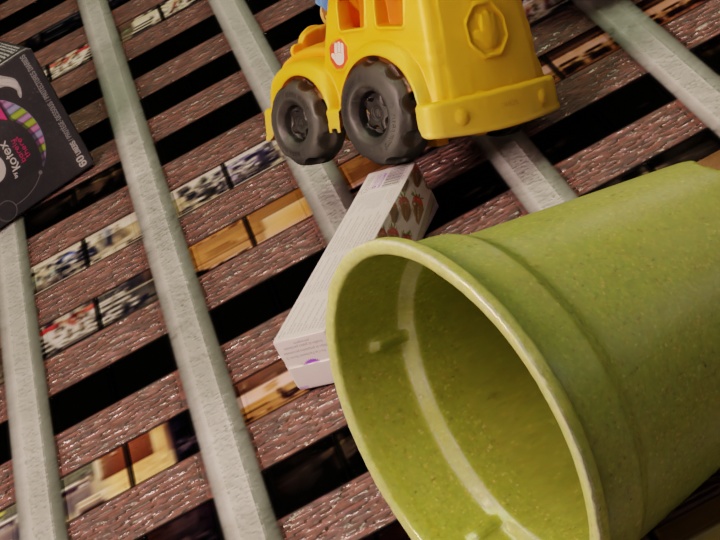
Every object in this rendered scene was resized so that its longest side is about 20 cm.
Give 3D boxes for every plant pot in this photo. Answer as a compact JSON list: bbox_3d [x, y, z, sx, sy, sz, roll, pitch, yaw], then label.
[{"bbox_3d":[0.115,0.042,1.068,0.184,0.201,0.200,-27,21,-27],"label":"plant pot"}]

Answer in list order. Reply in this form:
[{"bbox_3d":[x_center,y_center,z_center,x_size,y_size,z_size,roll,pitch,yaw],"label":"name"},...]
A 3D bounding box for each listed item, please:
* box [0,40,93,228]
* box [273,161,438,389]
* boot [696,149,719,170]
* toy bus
[{"bbox_3d":[-0.347,-0.092,1.885,0.200,0.122,0.106,-37,26,-17],"label":"box"},{"bbox_3d":[0.000,0.000,1.427,0.041,0.039,0.200,-16,27,28],"label":"box"},{"bbox_3d":[0.254,-0.089,1.286,0.200,0.076,0.074,-26,26,10],"label":"boot"},{"bbox_3d":[0.019,-0.174,1.530,0.135,0.193,0.200,-18,12,-38],"label":"toy bus"}]
